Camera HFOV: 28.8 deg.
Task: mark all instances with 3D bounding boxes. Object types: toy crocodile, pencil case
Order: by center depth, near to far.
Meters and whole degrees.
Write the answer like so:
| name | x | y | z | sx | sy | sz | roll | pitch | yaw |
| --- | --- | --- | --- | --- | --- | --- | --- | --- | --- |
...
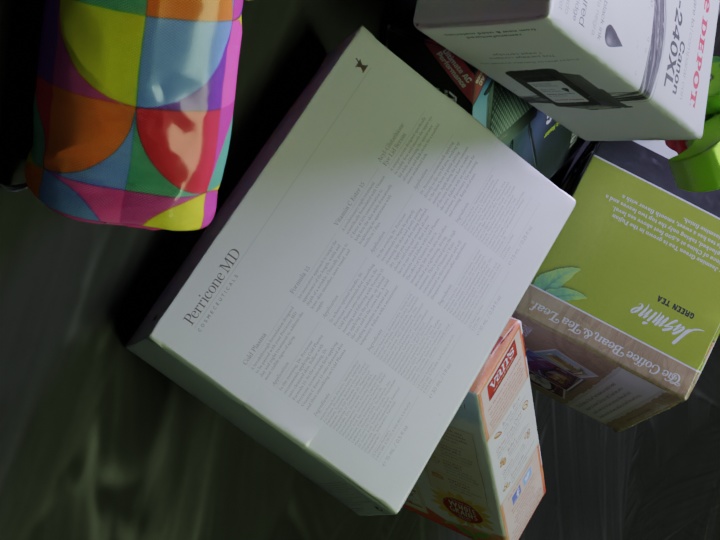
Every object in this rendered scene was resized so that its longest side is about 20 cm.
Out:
| name | x | y | z | sx | sy | sz | roll | pitch | yaw |
| --- | --- | --- | --- | --- | --- | --- | --- | --- | --- |
| pencil case | -0.083 | -0.112 | 0.542 | 0.088 | 0.088 | 0.200 | -23 | 131 | -56 |
| toy crocodile | 0.200 | -0.119 | 0.897 | 0.062 | 0.200 | 0.068 | -22 | 133 | 5 |

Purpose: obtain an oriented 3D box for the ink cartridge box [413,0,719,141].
| name | x | y | z | sx | sy | sz | roll | pitch | yaw |
| --- | --- | --- | --- | --- | --- | --- | --- | --- | --- |
| ink cartridge box | 0.126 | -0.167 | 0.776 | 0.200 | 0.083 | 0.145 | 21 | 76 | -52 |

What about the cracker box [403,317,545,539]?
| name | x | y | z | sx | sy | sz | roll | pitch | yaw |
| --- | --- | --- | --- | --- | --- | --- | --- | --- | --- |
| cracker box | 0.036 | 0.083 | 0.855 | 0.058 | 0.134 | 0.200 | -55 | 152 | -26 |

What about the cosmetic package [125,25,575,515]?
| name | x | y | z | sx | sy | sz | roll | pitch | yaw |
| --- | --- | --- | --- | --- | --- | --- | --- | --- | --- |
| cosmetic package | 0.000 | 0.000 | 0.715 | 0.200 | 0.151 | 0.052 | -57 | -164 | -22 |

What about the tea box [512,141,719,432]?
| name | x | y | z | sx | sy | sz | roll | pitch | yaw |
| --- | --- | --- | --- | --- | --- | --- | --- | --- | --- |
| tea box | 0.193 | -0.005 | 1.027 | 0.197 | 0.134 | 0.200 | -61 | 176 | -12 |

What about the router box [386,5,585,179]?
| name | x | y | z | sx | sy | sz | roll | pitch | yaw |
| --- | --- | --- | --- | --- | --- | --- | --- | --- | --- |
| router box | 0.090 | -0.117 | 0.889 | 0.200 | 0.062 | 0.150 | -43 | 145 | -42 |
